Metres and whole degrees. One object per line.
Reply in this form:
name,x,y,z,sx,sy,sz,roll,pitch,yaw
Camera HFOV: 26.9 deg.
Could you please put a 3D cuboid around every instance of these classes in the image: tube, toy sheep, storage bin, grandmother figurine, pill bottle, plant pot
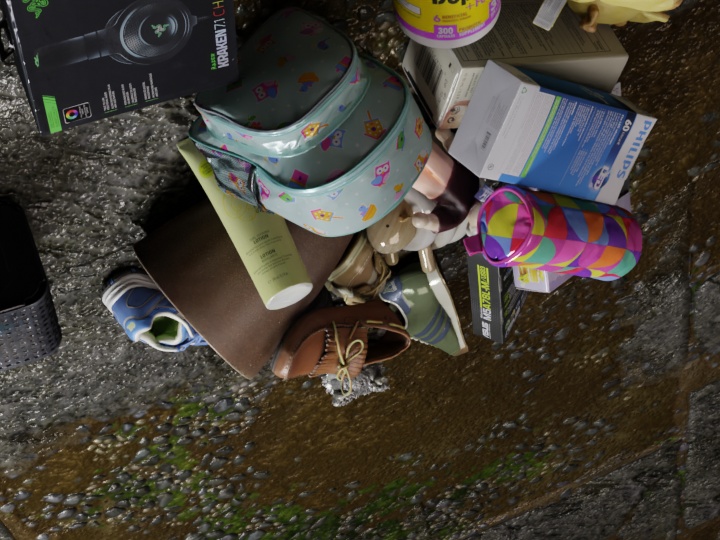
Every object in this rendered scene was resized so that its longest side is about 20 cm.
tube,-0.111,-0.059,1.481,0.058,0.201,0.052,-11,157,-38
toy sheep,0.072,-0.084,1.627,0.200,0.138,0.138,-47,163,-40
storage bin,-0.403,0.030,1.453,0.199,0.136,0.094,-18,146,-12
grandmother figurine,0.082,-0.091,1.522,0.200,0.122,0.060,35,158,-28
pill bottle,0.075,-0.303,1.359,0.104,0.105,0.200,-21,146,-8
plant pot,-0.101,-0.022,1.574,0.200,0.187,0.187,-41,146,0

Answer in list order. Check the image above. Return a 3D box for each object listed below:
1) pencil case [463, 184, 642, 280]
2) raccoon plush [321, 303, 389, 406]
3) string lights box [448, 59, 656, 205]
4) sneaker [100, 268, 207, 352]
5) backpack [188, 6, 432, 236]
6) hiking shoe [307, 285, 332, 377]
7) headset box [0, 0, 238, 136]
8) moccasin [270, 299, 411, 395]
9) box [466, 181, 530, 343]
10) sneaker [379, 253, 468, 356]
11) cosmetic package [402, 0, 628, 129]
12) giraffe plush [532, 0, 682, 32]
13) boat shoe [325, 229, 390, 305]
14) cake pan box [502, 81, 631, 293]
pencil case,0.200,-0.037,1.532,0.199,0.089,0.088,8,134,-42
raccoon plush,0.000,0.129,1.861,0.097,0.134,0.200,-33,146,7
string lights box,0.194,-0.134,1.500,0.199,0.059,0.103,9,113,-40
sneaker,-0.203,0.061,1.686,0.200,0.077,0.076,15,127,-47
backpack,-0.041,-0.134,1.388,0.176,0.200,0.154,-47,150,-17
hiking shoe,-0.053,0.069,1.707,0.076,0.101,0.200,-39,-174,-10
headset box,-0.214,-0.224,1.278,0.199,0.093,0.175,-17,145,-14
moccasin,-0.018,0.083,1.587,0.201,0.078,0.074,-4,126,-56
box,0.183,-0.046,1.729,0.201,0.047,0.193,-60,157,-26
sneaker,0.074,0.053,1.882,0.089,0.067,0.200,-19,146,3
cosmetic package,0.157,-0.214,1.537,0.199,0.104,0.087,-7,141,-25
giraffe plush,0.247,-0.296,1.463,0.200,0.173,0.162,-44,166,7
boat shoe,0.000,0.000,1.676,0.074,0.066,0.200,-55,-179,-6
cake pan box,0.229,-0.096,1.651,0.200,0.052,0.185,-30,121,-45
